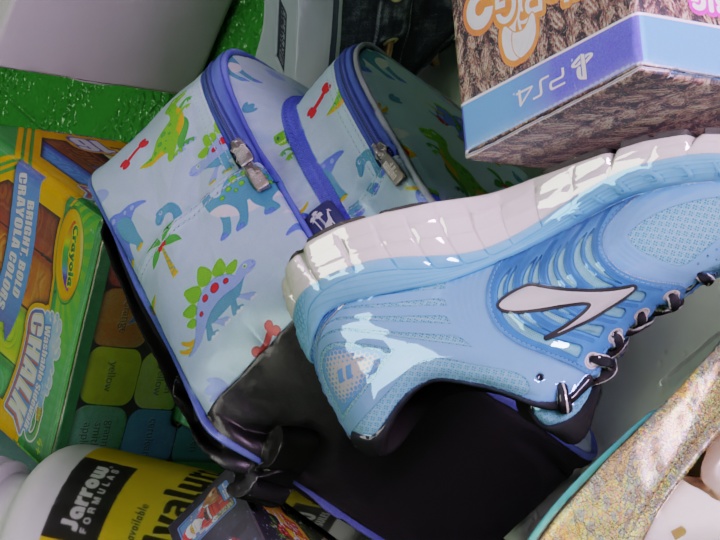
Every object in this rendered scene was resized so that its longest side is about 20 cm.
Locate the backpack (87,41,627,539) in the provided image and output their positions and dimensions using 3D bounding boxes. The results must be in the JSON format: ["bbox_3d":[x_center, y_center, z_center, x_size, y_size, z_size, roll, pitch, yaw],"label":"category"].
[{"bbox_3d":[0.000,0.000,1.082,0.147,0.183,0.200,-46,48,11],"label":"backpack"}]

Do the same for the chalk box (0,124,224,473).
[{"bbox_3d":[-0.106,0.022,1.273,0.200,0.124,0.125,32,111,53],"label":"chalk box"}]

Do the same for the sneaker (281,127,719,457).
[{"bbox_3d":[0.077,0.013,0.917,0.199,0.078,0.090,-16,75,12],"label":"sneaker"}]

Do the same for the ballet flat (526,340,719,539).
[{"bbox_3d":[0.129,0.063,0.923,0.200,0.071,0.071,-48,38,-6],"label":"ballet flat"}]

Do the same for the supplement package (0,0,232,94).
[{"bbox_3d":[-0.119,-0.206,1.330,0.120,0.121,0.201,53,126,45],"label":"supplement package"}]

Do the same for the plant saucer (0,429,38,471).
[{"bbox_3d":[-0.200,0.160,1.341,0.199,0.036,0.201,13,114,31],"label":"plant saucer"}]

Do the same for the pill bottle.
[{"bbox_3d":[-0.092,0.137,1.163,0.199,0.111,0.112,11,94,16],"label":"pill bottle"}]

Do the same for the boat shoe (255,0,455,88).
[{"bbox_3d":[0.006,-0.096,1.187,0.201,0.090,0.071,96,158,-52],"label":"boat shoe"}]

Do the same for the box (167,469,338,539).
[{"bbox_3d":[0.011,0.170,0.986,0.038,0.136,0.200,-44,34,10],"label":"box"}]

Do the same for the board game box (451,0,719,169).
[{"bbox_3d":[0.118,-0.138,0.944,0.097,0.159,0.201,-25,64,52],"label":"board game box"}]
